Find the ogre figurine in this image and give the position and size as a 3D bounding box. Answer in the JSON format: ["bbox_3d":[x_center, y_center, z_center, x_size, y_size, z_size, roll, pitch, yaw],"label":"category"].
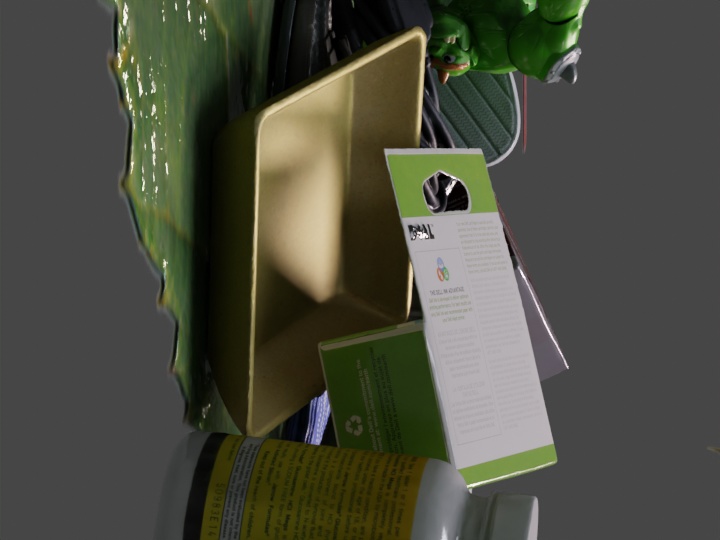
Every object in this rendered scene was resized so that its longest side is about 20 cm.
[{"bbox_3d":[0.079,-0.181,1.653,0.098,0.200,0.120,-38,127,-61],"label":"ogre figurine"}]

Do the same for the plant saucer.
[{"bbox_3d":[-0.032,-0.028,1.516,0.200,0.048,0.200,-34,132,-55],"label":"plant saucer"}]

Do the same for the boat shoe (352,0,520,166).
[{"bbox_3d":[0.046,-0.158,1.754,0.200,0.073,0.067,62,-1,5],"label":"boat shoe"}]

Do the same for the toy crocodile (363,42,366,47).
[{"bbox_3d":[-0.010,-0.063,1.765,0.067,0.062,0.200,-15,-122,60],"label":"toy crocodile"}]

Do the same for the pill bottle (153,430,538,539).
[{"bbox_3d":[-0.007,0.154,1.431,0.112,0.200,0.113,6,90,-82],"label":"pill bottle"}]

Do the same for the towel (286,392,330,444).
[{"bbox_3d":[-0.026,0.112,1.907,0.200,0.024,0.145,77,21,-67],"label":"towel"}]

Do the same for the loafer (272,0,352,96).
[{"bbox_3d":[-0.022,-0.086,1.633,0.072,0.063,0.200,-55,150,-74],"label":"loafer"}]

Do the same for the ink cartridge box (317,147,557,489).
[{"bbox_3d":[0.037,0.032,1.559,0.148,0.076,0.200,-6,82,-63],"label":"ink cartridge box"}]

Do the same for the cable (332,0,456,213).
[{"bbox_3d":[0.008,-0.124,1.659,0.163,0.051,0.200,143,-71,-70],"label":"cable"}]

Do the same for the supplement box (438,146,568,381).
[{"bbox_3d":[0.074,-0.019,1.789,0.200,0.061,0.109,-110,174,-48],"label":"supplement box"}]

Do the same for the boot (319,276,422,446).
[{"bbox_3d":[0.004,0.101,1.801,0.182,0.072,0.200,-42,141,-84],"label":"boot"}]

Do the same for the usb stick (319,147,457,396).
[{"bbox_3d":[0.000,0.000,1.690,0.200,0.055,0.033,-57,130,-24],"label":"usb stick"}]
